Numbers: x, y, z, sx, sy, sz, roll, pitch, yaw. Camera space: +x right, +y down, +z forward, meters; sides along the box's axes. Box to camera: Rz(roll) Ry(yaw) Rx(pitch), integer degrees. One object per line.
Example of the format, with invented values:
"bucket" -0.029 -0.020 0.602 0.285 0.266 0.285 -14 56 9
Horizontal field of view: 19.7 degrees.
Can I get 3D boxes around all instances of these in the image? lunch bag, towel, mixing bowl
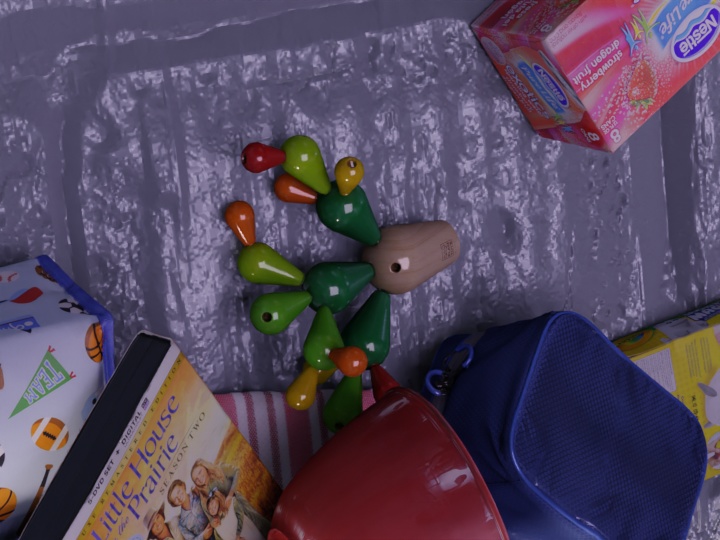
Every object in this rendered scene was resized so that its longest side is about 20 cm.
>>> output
"lunch bag" 0.120 0.123 1.402 0.200 0.132 0.136 41 55 -24
"lunch bag" -0.227 0.118 1.222 0.169 0.124 0.201 -15 121 -27
"towel" -0.064 0.152 1.353 0.199 0.030 0.147 0 82 -30
"mixing bowl" 0.010 0.182 1.272 0.108 0.200 0.201 -19 110 -19

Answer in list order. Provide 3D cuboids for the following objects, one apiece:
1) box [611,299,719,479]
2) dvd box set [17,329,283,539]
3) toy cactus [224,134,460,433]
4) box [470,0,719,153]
"box" 0.266 0.084 1.530 0.199 0.048 0.118 -18 109 -22
"dvd box set" -0.115 0.149 1.226 0.147 0.029 0.200 -62 147 -24
"toy cactus" 0.000 0.000 1.344 0.164 0.102 0.201 -21 97 -36
"box" 0.189 -0.184 1.400 0.200 0.095 0.103 -42 118 -15
